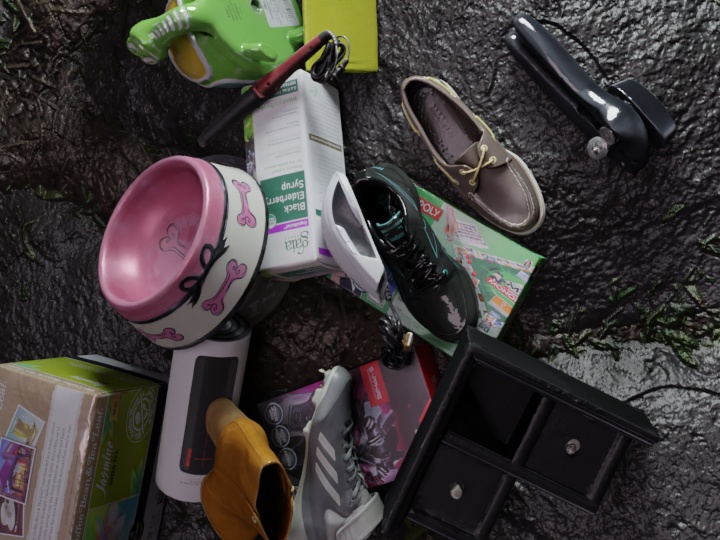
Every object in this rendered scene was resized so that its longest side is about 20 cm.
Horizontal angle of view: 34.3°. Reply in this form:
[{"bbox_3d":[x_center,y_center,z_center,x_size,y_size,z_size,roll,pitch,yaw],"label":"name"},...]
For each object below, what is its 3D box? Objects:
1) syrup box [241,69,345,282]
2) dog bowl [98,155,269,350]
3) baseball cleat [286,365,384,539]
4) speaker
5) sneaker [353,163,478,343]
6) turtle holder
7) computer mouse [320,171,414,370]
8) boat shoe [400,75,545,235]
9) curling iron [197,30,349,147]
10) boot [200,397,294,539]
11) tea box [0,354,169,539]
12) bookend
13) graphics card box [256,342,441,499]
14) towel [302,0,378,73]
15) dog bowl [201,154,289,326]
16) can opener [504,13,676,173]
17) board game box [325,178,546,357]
[{"bbox_3d":[-0.066,-0.096,1.224,0.078,0.081,0.204,-11,77,28],"label":"syrup box"},{"bbox_3d":[-0.187,-0.026,1.183,0.198,0.073,0.203,-22,55,35],"label":"dog bowl"},{"bbox_3d":[-0.015,0.200,1.180,0.105,0.070,0.204,17,107,14],"label":"baseball cleat"},{"bbox_3d":[-0.170,0.145,1.252,0.080,0.081,0.203,21,114,20],"label":"speaker"},{"bbox_3d":[0.048,-0.015,1.166,0.075,0.079,0.202,-34,79,16],"label":"sneaker"},{"bbox_3d":[-0.146,-0.248,1.225,0.131,0.187,0.141,-22,118,40],"label":"turtle holder"},{"bbox_3d":[0.000,0.000,1.153,0.043,0.110,0.203,-22,77,-2],"label":"computer mouse"},{"bbox_3d":[0.110,-0.118,1.182,0.072,0.059,0.201,-40,76,16],"label":"boat shoe"},{"bbox_3d":[-0.093,-0.180,1.189,0.198,0.025,0.050,-28,67,23],"label":"curling iron"},{"bbox_3d":[-0.112,0.243,1.197,0.144,0.070,0.204,45,145,51],"label":"boot"},{"bbox_3d":[-0.305,0.208,1.271,0.131,0.196,0.204,13,95,21],"label":"tea box"},{"bbox_3d":[0.147,0.191,1.118,0.196,0.092,0.203,26,99,0],"label":"bookend"},{"bbox_3d":[-0.002,0.167,1.230,0.197,0.051,0.128,-21,83,21],"label":"graphics card box"},{"bbox_3d":[-0.026,-0.311,1.234,0.085,0.018,0.204,-2,89,-21],"label":"towel"},{"bbox_3d":[-0.169,-0.029,1.293,0.196,0.058,0.204,0,90,22],"label":"dog bowl"},{"bbox_3d":[0.215,-0.175,1.150,0.200,0.078,0.064,44,143,19],"label":"can opener"},{"bbox_3d":[0.075,-0.003,1.211,0.198,0.029,0.136,32,100,19],"label":"board game box"}]
